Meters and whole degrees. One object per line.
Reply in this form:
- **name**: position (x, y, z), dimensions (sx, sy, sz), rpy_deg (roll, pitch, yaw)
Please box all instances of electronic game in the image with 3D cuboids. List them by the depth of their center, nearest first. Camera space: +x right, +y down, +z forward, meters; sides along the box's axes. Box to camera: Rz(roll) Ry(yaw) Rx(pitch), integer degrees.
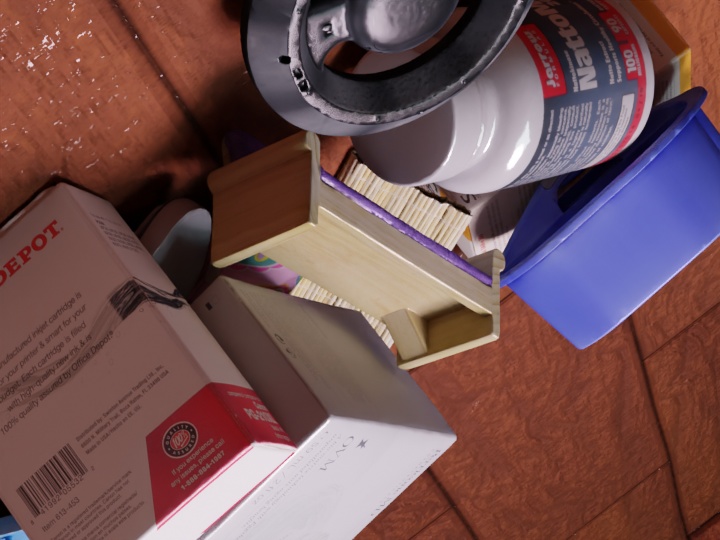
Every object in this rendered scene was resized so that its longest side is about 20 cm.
- **electronic game**: position (0.021, -0.162, 1.506), dimensions (0.199, 0.042, 0.201), rpy_deg (-20, 136, -21)

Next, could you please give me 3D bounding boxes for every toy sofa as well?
- **toy sofa**: position (0.000, -0.023, 1.642), dimensions (0.083, 0.098, 0.200), rpy_deg (-20, 145, 35)

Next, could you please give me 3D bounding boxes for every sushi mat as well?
- **sushi mat**: position (0.000, 0.000, 1.851), dimensions (0.200, 0.095, 0.012), rpy_deg (121, -9, -46)

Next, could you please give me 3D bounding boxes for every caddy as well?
- **caddy**: position (0.176, -0.043, 1.811), dimensions (0.200, 0.105, 0.141), rpy_deg (-43, -176, 14)

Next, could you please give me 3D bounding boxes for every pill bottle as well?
- **pill bottle**: position (0.088, -0.113, 1.688), dimensions (0.199, 0.120, 0.120), rpy_deg (-16, 152, -49)

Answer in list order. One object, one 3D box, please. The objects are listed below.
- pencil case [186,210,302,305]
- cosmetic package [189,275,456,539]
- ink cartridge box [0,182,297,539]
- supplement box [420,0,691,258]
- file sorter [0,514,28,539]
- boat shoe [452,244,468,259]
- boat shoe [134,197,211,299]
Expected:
- **pencil case**: position (-0.107, 0.027, 1.713), dimensions (0.200, 0.088, 0.087), rpy_deg (-47, 159, 25)
- **cosmetic package**: position (-0.076, 0.123, 1.674), dimensions (0.199, 0.123, 0.200), rpy_deg (-44, 159, 14)
- **ink cartridge box**: position (-0.158, 0.072, 1.549), dimensions (0.145, 0.200, 0.084), rpy_deg (-41, 164, 9)
- **supplement box**: position (0.136, -0.102, 1.872), dimensions (0.200, 0.074, 0.126), rpy_deg (-36, 162, -6)
- **file sorter**: position (-0.219, 0.240, 1.847), dimensions (0.199, 0.123, 0.139), rpy_deg (-15, 163, 9)
- **boat shoe**: position (0.133, -0.049, 2.002), dimensions (0.200, 0.068, 0.072), rpy_deg (-44, 160, 18)
- **boat shoe**: position (-0.165, 0.032, 1.654), dimensions (0.072, 0.066, 0.201), rpy_deg (-8, 131, -59)
